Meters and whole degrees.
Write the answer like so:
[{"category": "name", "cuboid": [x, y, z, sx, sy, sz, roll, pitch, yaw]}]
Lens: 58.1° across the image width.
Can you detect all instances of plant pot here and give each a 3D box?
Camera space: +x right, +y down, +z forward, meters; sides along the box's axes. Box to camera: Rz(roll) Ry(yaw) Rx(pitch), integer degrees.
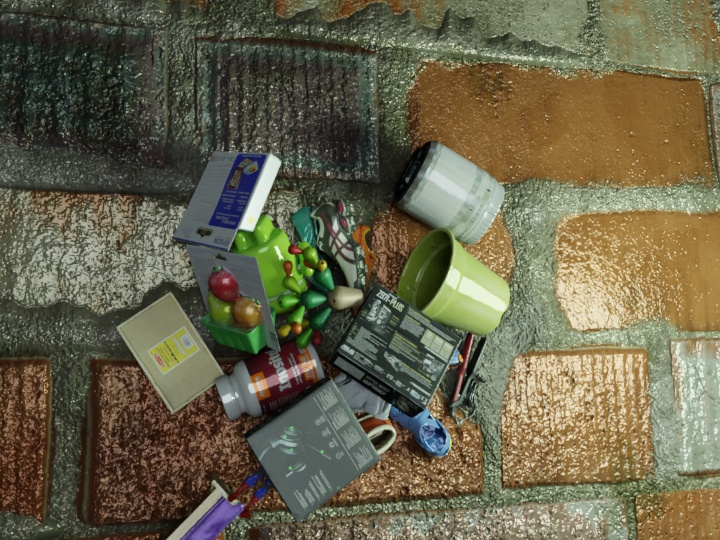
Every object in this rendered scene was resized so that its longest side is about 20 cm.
[{"category": "plant pot", "cuboid": [0.203, 0.041, 1.354, 0.182, 0.200, 0.203, 26, 78, -20]}]

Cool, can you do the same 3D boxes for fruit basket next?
[{"category": "fruit basket", "cuboid": [-0.233, 0.048, 1.213, 0.094, 0.183, 0.203, -36, 126, -47]}]

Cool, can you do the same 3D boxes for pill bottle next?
[{"category": "pill bottle", "cuboid": [-0.177, 0.214, 1.264, 0.198, 0.113, 0.114, -21, 88, -15]}]

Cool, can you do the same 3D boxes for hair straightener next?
[{"category": "hair straightener", "cuboid": [0.243, 0.240, 1.402, 0.076, 0.041, 0.203, 17, 79, -11]}]

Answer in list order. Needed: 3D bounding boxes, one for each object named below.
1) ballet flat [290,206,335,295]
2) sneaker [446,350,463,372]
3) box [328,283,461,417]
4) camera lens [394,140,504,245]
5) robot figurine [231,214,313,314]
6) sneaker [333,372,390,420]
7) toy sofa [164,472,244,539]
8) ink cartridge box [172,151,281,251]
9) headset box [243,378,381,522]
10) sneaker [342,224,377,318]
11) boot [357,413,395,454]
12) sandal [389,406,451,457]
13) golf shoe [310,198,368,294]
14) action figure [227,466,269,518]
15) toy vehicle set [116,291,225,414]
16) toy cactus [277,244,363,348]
[{"category": "ballet flat", "cuboid": [-0.103, -0.030, 1.346, 0.069, 0.067, 0.203, -15, 86, 9]}, {"category": "sneaker", "cuboid": [0.114, 0.186, 1.370, 0.197, 0.076, 0.079, -9, 65, -14]}, {"category": "box", "cuboid": [0.065, 0.153, 1.241, 0.199, 0.086, 0.165, 32, 63, 0]}, {"category": "camera lens", "cuboid": [0.183, -0.165, 1.376, 0.198, 0.160, 0.162, 29, 77, -9]}, {"category": "robot figurine", "cuboid": [-0.179, -0.002, 1.274, 0.173, 0.116, 0.202, -18, 111, 10]}, {"category": "sneaker", "cuboid": [-0.015, 0.269, 1.284, 0.200, 0.075, 0.115, -47, 60, -2]}, {"category": "toy sofa", "cuboid": [-0.312, 0.489, 1.213, 0.200, 0.083, 0.098, -44, 93, -15]}, {"category": "ink cartridge box", "cuboid": [-0.259, -0.133, 1.254, 0.047, 0.196, 0.203, 30, 77, -46]}, {"category": "headset box", "cuboid": [-0.095, 0.324, 1.173, 0.199, 0.093, 0.175, -34, 90, -17]}, {"category": "sneaker", "cuboid": [0.000, 0.000, 1.355, 0.076, 0.073, 0.203, 0, 83, -10]}, {"category": "boot", "cuboid": [-0.022, 0.349, 1.289, 0.198, 0.107, 0.076, -26, 98, -12]}, {"category": "sandal", "cuboid": [0.121, 0.310, 1.338, 0.200, 0.087, 0.080, 43, 86, -3]}, {"category": "golf shoe", "cuboid": [-0.038, -0.041, 1.300, 0.087, 0.077, 0.203, -15, 78, 8]}, {"category": "action figure", "cuboid": [-0.152, 0.373, 1.230, 0.066, 0.099, 0.200, 53, 42, -5]}, {"category": "toy vehicle set", "cuboid": [-0.369, 0.160, 1.268, 0.123, 0.026, 0.201, -33, 92, -15]}, {"category": "toy cactus", "cuboid": [-0.073, 0.051, 1.212, 0.162, 0.102, 0.203, -1, 98, -18]}]
